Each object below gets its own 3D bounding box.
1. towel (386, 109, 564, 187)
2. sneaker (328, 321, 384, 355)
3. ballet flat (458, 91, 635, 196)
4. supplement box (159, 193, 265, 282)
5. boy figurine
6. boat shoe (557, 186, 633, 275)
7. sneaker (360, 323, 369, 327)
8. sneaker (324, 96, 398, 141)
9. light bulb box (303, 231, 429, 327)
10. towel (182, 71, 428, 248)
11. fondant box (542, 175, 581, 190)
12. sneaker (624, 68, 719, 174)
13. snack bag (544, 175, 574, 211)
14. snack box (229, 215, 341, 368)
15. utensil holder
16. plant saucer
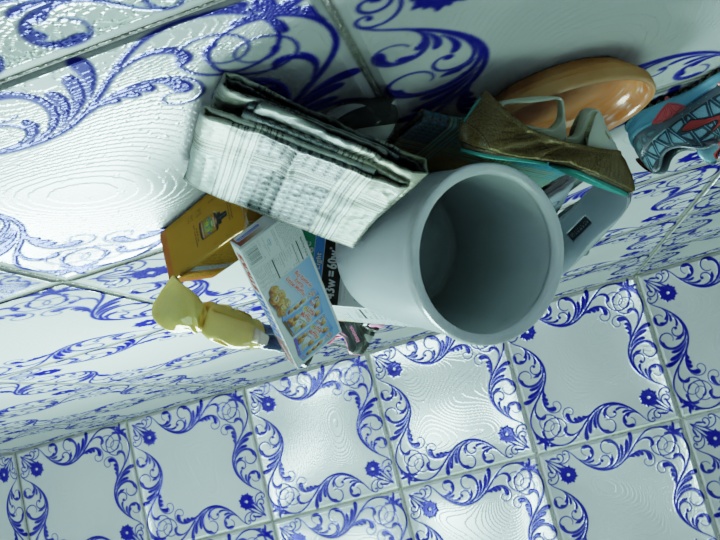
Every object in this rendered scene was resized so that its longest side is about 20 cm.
[{"bbox_3d":[0.125,-0.121,0.873,0.198,0.022,0.146,9,164,-21],"label":"towel"},{"bbox_3d":[-0.054,0.070,1.362,0.079,0.199,0.096,6,112,-58],"label":"sneaker"},{"bbox_3d":[0.188,-0.126,0.788,0.198,0.073,0.068,12,-168,-17],"label":"ballet flat"},{"bbox_3d":[-0.157,-0.047,0.940,0.068,0.067,0.199,-6,167,-37],"label":"supplement box"},{"bbox_3d":[-0.152,0.060,0.992,0.198,0.065,0.124,20,-176,-22],"label":"boy figurine"},{"bbox_3d":[0.290,-0.055,1.124,0.202,0.075,0.086,-49,166,32],"label":"boat shoe"},{"bbox_3d":[0.046,0.005,1.230,0.200,0.099,0.071,-40,180,-16],"label":"sneaker"},{"bbox_3d":[-0.010,-0.105,0.819,0.073,0.081,0.200,-8,165,-23],"label":"sneaker"},{"bbox_3d":[0.000,0.000,1.080,0.198,0.126,0.198,5,171,7],"label":"light bulb box"},{"bbox_3d":[-0.059,-0.084,0.741,0.191,0.035,0.200,22,157,-12],"label":"towel"},{"bbox_3d":[0.180,-0.108,1.103,0.198,0.059,0.144,-11,169,-14],"label":"fondant box"},{"bbox_3d":[0.421,-0.176,0.984,0.079,0.097,0.199,-4,165,-46],"label":"sneaker"},{"bbox_3d":[0.181,-0.048,1.079,0.199,0.022,0.189,-31,170,2],"label":"snack bag"},{"bbox_3d":[-0.077,0.021,0.905,0.072,0.024,0.201,-39,138,-20],"label":"snack box"},{"bbox_3d":[0.081,-0.022,0.854,0.168,0.172,0.200,-10,-172,-23],"label":"utensil holder"},{"bbox_3d":[0.210,-0.172,0.880,0.198,0.038,0.200,-13,169,-3],"label":"plant saucer"}]
